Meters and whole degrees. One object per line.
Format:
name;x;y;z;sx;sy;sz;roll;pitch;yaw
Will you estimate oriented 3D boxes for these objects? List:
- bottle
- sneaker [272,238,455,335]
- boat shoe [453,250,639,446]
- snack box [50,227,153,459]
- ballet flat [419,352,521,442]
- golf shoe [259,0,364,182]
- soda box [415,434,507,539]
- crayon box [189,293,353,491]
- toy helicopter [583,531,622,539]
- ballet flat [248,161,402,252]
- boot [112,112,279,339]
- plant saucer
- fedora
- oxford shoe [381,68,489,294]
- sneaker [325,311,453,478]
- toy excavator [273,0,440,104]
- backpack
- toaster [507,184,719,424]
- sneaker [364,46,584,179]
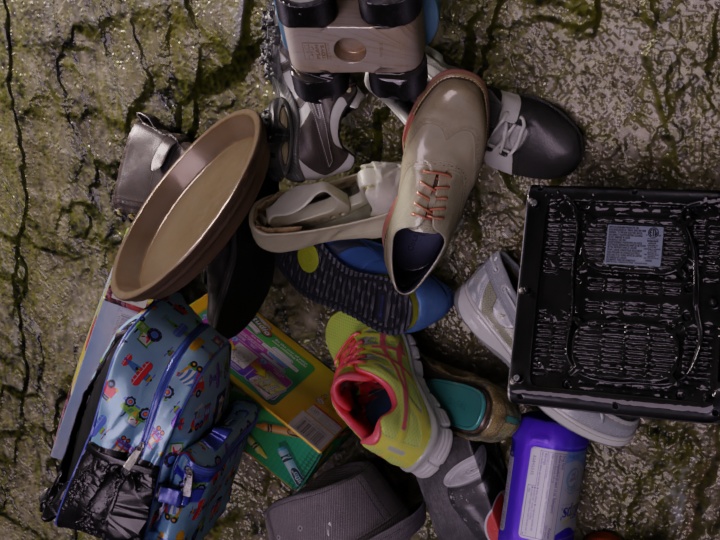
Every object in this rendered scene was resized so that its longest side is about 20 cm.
bottle;0.160;0.230;1.083;0.065;0.084;0.200;8;90;23
sneaker;0.000;0.000;1.123;0.200;0.078;0.066;28;120;35
boat shoe;0.172;0.071;1.060;0.202;0.074;0.065;47;124;11
snack box;-0.251;0.077;1.211;0.053;0.142;0.200;20;117;-10
ballet flat;0.070;0.113;1.112;0.200;0.071;0.071;18;118;51
golf shoe;-0.044;-0.179;1.077;0.094;0.078;0.200;0;97;-9
soda box;0.112;0.238;1.150;0.071;0.063;0.200;-14;102;28
crayon box;-0.101;0.110;1.170;0.200;0.119;0.058;37;119;9
toy helicopter;0.291;0.306;1.088;0.200;0.079;0.132;-12;103;23
ballet flat;-0.007;-0.061;1.068;0.200;0.069;0.070;-15;102;11
boot;-0.168;-0.045;1.166;0.174;0.069;0.200;12;94;30
plant saucer;-0.144;-0.052;1.038;0.029;0.200;0.200;38;123;-24
fedora;-0.033;0.246;1.159;0.200;0.177;0.090;-38;80;50
oxford shoe;0.064;-0.067;0.982;0.071;0.074;0.200;9;128;-3
sneaker;0.007;0.095;1.070;0.078;0.090;0.200;-56;39;18
toy excavator;-0.027;-0.239;0.978;0.194;0.200;0.100;2;141;11
backpack;-0.167;0.128;1.044;0.134;0.183;0.200;22;104;7
toaster;0.226;0.026;0.956;0.200;0.119;0.181;3;83;23
sneaker;0.090;-0.126;1.018;0.200;0.089;0.074;26;115;12
